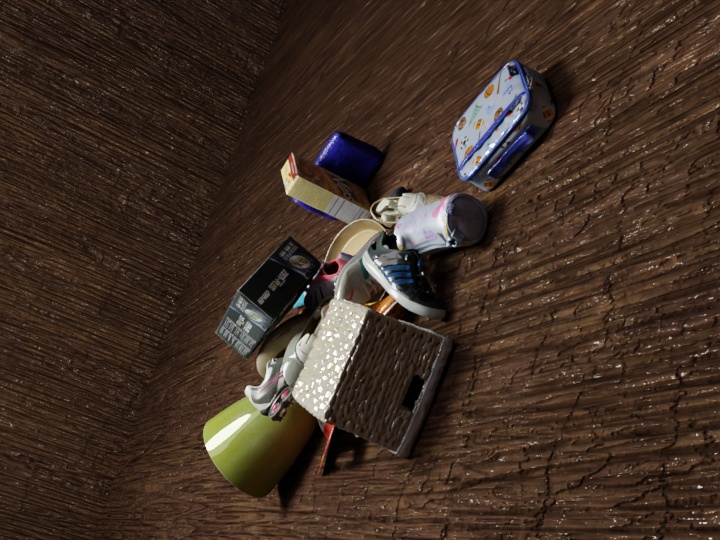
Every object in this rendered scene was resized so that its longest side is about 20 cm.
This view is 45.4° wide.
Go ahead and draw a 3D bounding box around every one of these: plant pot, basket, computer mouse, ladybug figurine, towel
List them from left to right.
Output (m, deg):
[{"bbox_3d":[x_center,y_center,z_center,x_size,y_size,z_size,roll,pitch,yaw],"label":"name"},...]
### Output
[{"bbox_3d":[-0.171,0.304,1.678,0.200,0.187,0.188,-42,26,13],"label":"plant pot"},{"bbox_3d":[-0.117,0.142,1.694,0.199,0.136,0.072,-31,39,10],"label":"ladybug figurine"},{"bbox_3d":[-0.049,-0.211,1.976,0.201,0.147,0.050,-56,40,22],"label":"towel"},{"bbox_3d":[0.000,0.000,1.685,0.199,0.027,0.203,-16,67,44],"label":"plant pot"},{"bbox_3d":[0.013,0.161,1.378,0.200,0.159,0.200,-67,19,-3],"label":"basket"},{"bbox_3d":[0.064,-0.087,1.707,0.059,0.034,0.202,-41,32,46],"label":"computer mouse"}]

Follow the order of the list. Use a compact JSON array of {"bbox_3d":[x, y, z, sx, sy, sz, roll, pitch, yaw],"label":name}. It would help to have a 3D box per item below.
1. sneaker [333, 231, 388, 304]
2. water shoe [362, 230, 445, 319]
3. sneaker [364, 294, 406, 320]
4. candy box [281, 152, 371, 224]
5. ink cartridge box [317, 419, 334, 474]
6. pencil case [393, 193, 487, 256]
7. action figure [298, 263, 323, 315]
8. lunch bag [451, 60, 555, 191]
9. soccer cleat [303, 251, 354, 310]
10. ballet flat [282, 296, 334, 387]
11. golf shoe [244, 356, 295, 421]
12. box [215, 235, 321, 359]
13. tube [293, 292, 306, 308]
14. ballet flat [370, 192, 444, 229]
[{"bbox_3d":[0.031,0.005,1.531,0.092,0.071,0.200,9,43,34],"label":"sneaker"},{"bbox_3d":[0.077,0.004,1.428,0.200,0.071,0.079,42,110,37],"label":"water shoe"},{"bbox_3d":[0.015,0.085,1.549,0.200,0.072,0.078,-42,68,42],"label":"sneaker"},{"bbox_3d":[-0.073,-0.173,1.895,0.056,0.198,0.116,-55,27,23],"label":"candy box"},{"bbox_3d":[-0.063,0.245,1.550,0.163,0.050,0.202,106,-179,-61],"label":"ink cartridge box"},{"bbox_3d":[0.132,-0.069,1.452,0.200,0.082,0.092,-13,58,65],"label":"pencil case"},{"bbox_3d":[-0.090,0.059,1.811,0.198,0.105,0.195,12,67,32],"label":"action figure"},{"bbox_3d":[0.232,-0.237,1.411,0.200,0.075,0.161,-51,27,36],"label":"lunch bag"},{"bbox_3d":[-0.061,0.018,1.648,0.199,0.076,0.067,-29,34,49],"label":"soccer cleat"},{"bbox_3d":[-0.084,0.121,1.552,0.064,0.067,0.201,-58,3,46],"label":"ballet flat"},{"bbox_3d":[-0.127,0.181,1.597,0.200,0.088,0.077,-50,-12,-25],"label":"golf shoe"},{"bbox_3d":[-0.178,0.054,1.649,0.164,0.086,0.200,-49,-1,-35],"label":"box"},{"bbox_3d":[-0.120,0.050,1.995,0.078,0.050,0.200,-64,15,-10],"label":"tube"},{"bbox_3d":[0.083,-0.112,1.606,0.199,0.065,0.071,-9,60,56],"label":"ballet flat"}]
